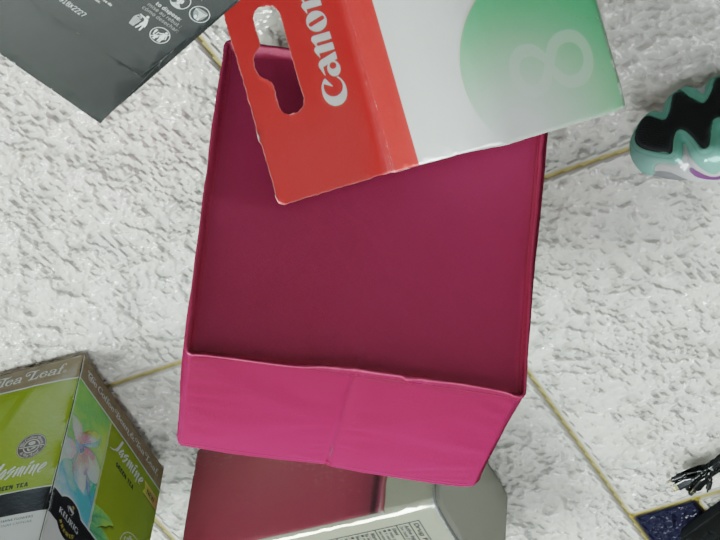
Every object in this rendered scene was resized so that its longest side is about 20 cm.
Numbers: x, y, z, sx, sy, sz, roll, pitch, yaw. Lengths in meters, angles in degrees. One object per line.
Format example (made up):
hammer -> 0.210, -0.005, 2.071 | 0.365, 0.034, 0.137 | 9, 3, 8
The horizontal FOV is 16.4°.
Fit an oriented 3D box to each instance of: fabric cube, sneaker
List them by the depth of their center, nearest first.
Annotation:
fabric cube -> 0.000, 0.000, 1.484 | 0.199, 0.197, 0.199 | 8, 160, -3
sneaker -> 0.273, -0.055, 1.524 | 0.199, 0.078, 0.140 | -10, 132, 16

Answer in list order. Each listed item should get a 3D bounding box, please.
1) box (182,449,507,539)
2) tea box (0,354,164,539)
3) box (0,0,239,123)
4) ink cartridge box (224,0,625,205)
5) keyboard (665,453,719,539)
box -> -0.009, 0.183, 1.774 | 0.200, 0.109, 0.128 | -14, 131, 20
tea box -> -0.264, 0.188, 1.746 | 0.200, 0.197, 0.134 | -14, 131, 21
box -> -0.143, -0.212, 1.328 | 0.148, 0.200, 0.124 | 35, 128, -25
ink cartridge box -> 0.030, -0.139, 1.379 | 0.200, 0.050, 0.161 | -17, 94, -13
keyboard -> 0.299, 0.142, 1.761 | 0.127, 0.021, 0.200 | 26, 131, -27
